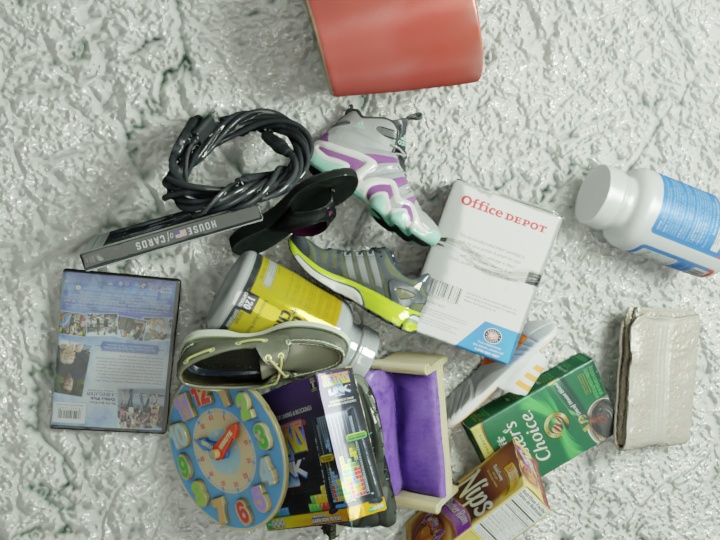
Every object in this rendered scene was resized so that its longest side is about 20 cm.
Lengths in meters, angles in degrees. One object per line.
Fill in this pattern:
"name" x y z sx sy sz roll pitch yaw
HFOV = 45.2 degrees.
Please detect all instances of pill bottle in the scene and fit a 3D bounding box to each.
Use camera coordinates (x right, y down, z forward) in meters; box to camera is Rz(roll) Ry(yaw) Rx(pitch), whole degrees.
"pill bottle" 0.395 -0.071 1.156 0.199 0.112 0.113 19 94 -15
"pill bottle" -0.080 0.067 1.073 0.200 0.112 0.112 29 91 -14

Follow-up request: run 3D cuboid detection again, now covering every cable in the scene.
"cable" -0.141 -0.120 0.992 0.162 0.200 0.051 8 130 4

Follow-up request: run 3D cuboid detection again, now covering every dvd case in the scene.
"dvd case" -0.304 0.103 1.078 0.142 0.018 0.201 6 96 -13
"dvd case" -0.218 -0.048 1.006 0.199 0.150 0.025 -18 102 -9

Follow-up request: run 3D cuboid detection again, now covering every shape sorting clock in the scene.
"shape sorting clock" -0.166 0.220 1.053 0.039 0.199 0.201 -8 103 -52

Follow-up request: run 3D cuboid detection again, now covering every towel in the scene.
"towel" 0.417 0.150 1.210 0.132 0.034 0.201 1 93 -26

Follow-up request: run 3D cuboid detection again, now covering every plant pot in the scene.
"plant pot" 0.031 -0.297 1.016 0.177 0.200 0.201 -16 101 1

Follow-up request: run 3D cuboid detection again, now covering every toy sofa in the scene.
"toy sofa" 0.064 0.211 1.116 0.083 0.097 0.201 2 102 33

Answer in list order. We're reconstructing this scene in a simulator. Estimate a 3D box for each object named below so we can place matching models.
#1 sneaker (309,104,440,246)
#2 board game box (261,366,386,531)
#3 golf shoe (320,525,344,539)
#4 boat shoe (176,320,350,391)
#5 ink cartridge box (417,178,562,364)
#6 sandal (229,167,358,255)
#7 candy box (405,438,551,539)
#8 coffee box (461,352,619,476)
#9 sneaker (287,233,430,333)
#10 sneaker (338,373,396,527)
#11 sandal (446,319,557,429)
"sneaker" 0.044 -0.133 1.071 0.200 0.078 0.140 37 83 5
"board game box" -0.063 0.217 1.029 0.057 0.200 0.166 -8 77 -36
"golf shoe" -0.017 0.257 1.135 0.088 0.077 0.201 -1 102 -24
"boat shoe" -0.112 0.104 0.995 0.201 0.060 0.072 -4 121 5
"ink cartridge box" 0.154 0.000 1.112 0.144 0.084 0.201 20 94 2
"sandal" -0.073 -0.058 1.036 0.075 0.200 0.048 6 59 -51
"candy box" 0.148 0.322 1.129 0.200 0.117 0.056 -41 102 14
"coffee box" 0.252 0.215 1.200 0.199 0.044 0.123 -27 104 -7
"sneaker" 0.000 0.000 1.079 0.200 0.074 0.081 30 86 11
"sneaker" -0.006 0.226 1.054 0.079 0.075 0.201 -9 101 0
"sandal" 0.191 0.150 1.167 0.207 0.079 0.059 -44 106 6
